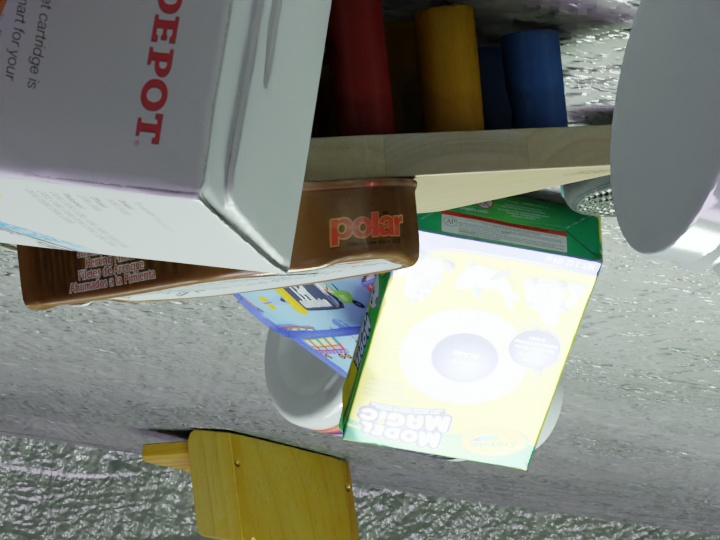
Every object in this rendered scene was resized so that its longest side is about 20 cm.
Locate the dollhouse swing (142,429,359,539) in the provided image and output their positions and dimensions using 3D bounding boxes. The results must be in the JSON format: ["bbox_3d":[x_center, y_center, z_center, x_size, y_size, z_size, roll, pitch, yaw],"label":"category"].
[{"bbox_3d":[-0.136,0.272,3.208,0.176,0.182,0.200,-24,153,35],"label":"dollhouse swing"}]

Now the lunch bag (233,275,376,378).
[{"bbox_3d":[0.000,0.000,1.696,0.200,0.094,0.150,30,160,-33],"label":"lunch bag"}]

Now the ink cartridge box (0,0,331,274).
[{"bbox_3d":[-0.122,-0.091,0.994,0.200,0.147,0.146,7,170,12],"label":"ink cartridge box"}]

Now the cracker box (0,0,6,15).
[{"bbox_3d":[-0.212,-0.143,0.872,0.200,0.058,0.134,6,141,10],"label":"cracker box"}]

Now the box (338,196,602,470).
[{"bbox_3d":[0.058,0.042,1.614,0.117,0.048,0.200,9,134,-6],"label":"box"}]

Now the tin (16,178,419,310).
[{"bbox_3d":[-0.060,-0.009,1.156,0.112,0.042,0.200,-9,180,-42],"label":"tin"}]

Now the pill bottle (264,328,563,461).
[{"bbox_3d":[0.042,0.070,1.941,0.200,0.112,0.111,16,168,-38],"label":"pill bottle"}]

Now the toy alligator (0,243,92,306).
[{"bbox_3d":[-0.205,-0.036,1.250,0.200,0.059,0.054,16,136,12],"label":"toy alligator"}]

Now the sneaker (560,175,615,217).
[{"bbox_3d":[0.188,-0.019,1.326,0.200,0.091,0.078,5,169,21],"label":"sneaker"}]

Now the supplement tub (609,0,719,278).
[{"bbox_3d":[0.201,-0.047,0.971,0.200,0.146,0.145,10,171,-15],"label":"supplement tub"}]

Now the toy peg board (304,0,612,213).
[{"bbox_3d":[-0.010,-0.078,1.220,0.199,0.098,0.200,-4,178,-28],"label":"toy peg board"}]
